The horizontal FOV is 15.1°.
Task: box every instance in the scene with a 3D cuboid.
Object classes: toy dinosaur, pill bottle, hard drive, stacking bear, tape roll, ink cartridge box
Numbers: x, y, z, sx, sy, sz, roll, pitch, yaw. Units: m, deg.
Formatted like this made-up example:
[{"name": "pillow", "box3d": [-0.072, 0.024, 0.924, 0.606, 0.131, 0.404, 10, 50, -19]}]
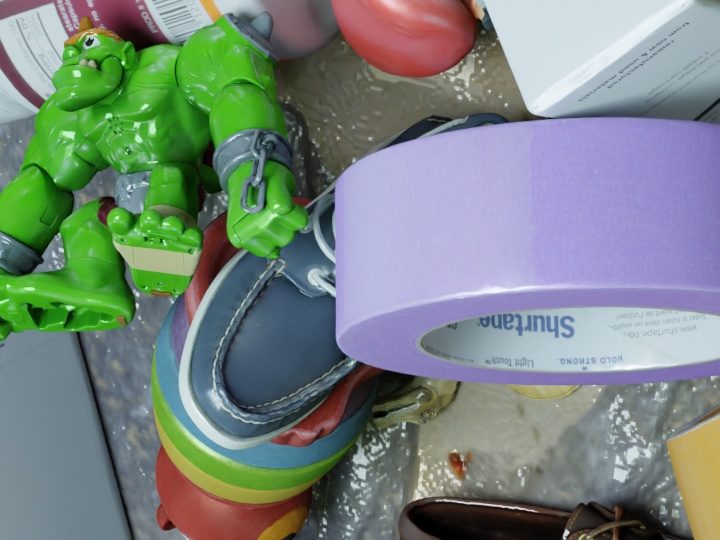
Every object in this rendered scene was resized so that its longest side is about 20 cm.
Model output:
[{"name": "toy dinosaur", "box3d": [0.077, 0.017, 1.251, 0.199, 0.058, 0.101, -18, 112, 41]}, {"name": "pill bottle", "box3d": [-0.112, -0.134, 1.262, 0.199, 0.114, 0.115, -13, 100, 33]}, {"name": "hard drive", "box3d": [-0.168, 0.126, 1.373, 0.026, 0.132, 0.201, -7, 103, 31]}, {"name": "stacking bear", "box3d": [-0.047, 0.065, 1.275, 0.114, 0.121, 0.200, 46, 147, 16]}, {"name": "tape roll", "box3d": [0.089, -0.003, 1.063, 0.199, 0.200, 0.066, -7, 76, 32]}, {"name": "ink cartridge box", "box3d": [0.127, -0.131, 1.051, 0.084, 0.199, 0.145, -34, 67, 33]}]

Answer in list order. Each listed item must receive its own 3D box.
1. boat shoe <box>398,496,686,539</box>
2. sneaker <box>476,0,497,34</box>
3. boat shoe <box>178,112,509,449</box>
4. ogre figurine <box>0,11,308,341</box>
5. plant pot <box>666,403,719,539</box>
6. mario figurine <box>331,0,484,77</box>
[{"name": "boat shoe", "box3d": [0.104, 0.142, 1.256, 0.199, 0.070, 0.071, 0, 111, 31]}, {"name": "sneaker", "box3d": [0.057, -0.153, 1.103, 0.200, 0.073, 0.072, 46, 161, -11]}, {"name": "boat shoe", "box3d": [0.000, 0.000, 1.163, 0.075, 0.200, 0.062, 54, 145, -8]}, {"name": "ogre figurine", "box3d": [-0.099, -0.042, 1.181, 0.098, 0.121, 0.200, 21, 148, -21]}, {"name": "plant pot", "box3d": [0.223, 0.119, 1.107, 0.200, 0.200, 0.184, -31, 86, 34]}, {"name": "mario figurine", "box3d": [0.052, -0.178, 1.190, 0.201, 0.106, 0.124, -64, 36, 19]}]
